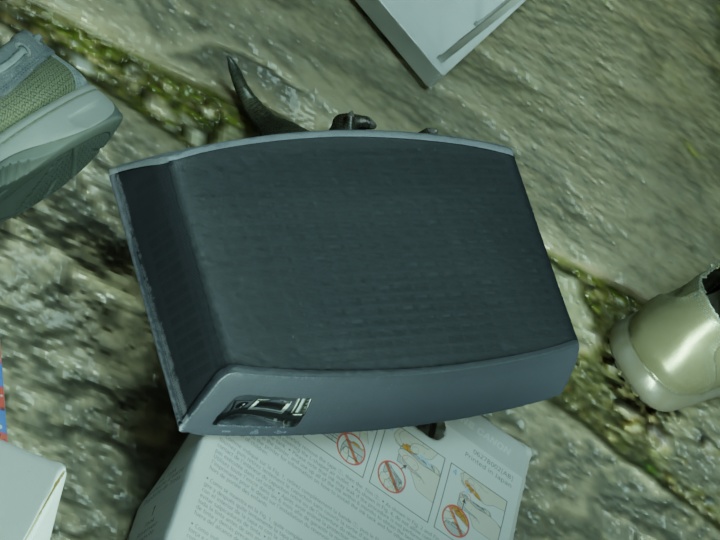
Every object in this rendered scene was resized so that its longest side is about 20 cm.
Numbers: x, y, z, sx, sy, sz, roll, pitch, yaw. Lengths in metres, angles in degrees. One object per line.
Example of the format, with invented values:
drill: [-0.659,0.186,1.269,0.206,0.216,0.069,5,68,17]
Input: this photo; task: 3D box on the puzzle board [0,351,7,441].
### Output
puzzle board: [-0.211,-0.024,0.892,0.150,0.017,0.200,14,53,-37]

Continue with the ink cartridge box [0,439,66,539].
ink cartridge box: [-0.187,0.111,0.678,0.200,0.129,0.125,22,46,2]

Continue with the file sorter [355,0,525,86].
file sorter: [0.074,-0.221,1.216,0.139,0.124,0.200,50,40,-5]

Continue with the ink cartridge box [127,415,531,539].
ink cartridge box: [-0.015,0.118,0.957,0.161,0.050,0.200,36,41,-18]

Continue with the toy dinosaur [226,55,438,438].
toy dinosaur: [0.007,-0.028,1.055,0.200,0.077,0.102,54,34,-3]

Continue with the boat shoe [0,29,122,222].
boat shoe: [-0.173,-0.046,0.880,0.065,0.074,0.202,50,37,6]

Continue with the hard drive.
hard drive: [0.000,0.000,0.971,0.200,0.042,0.135,-3,66,-34]

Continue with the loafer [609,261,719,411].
loafer: [0.215,0.025,1.217,0.200,0.068,0.076,-21,78,-48]
